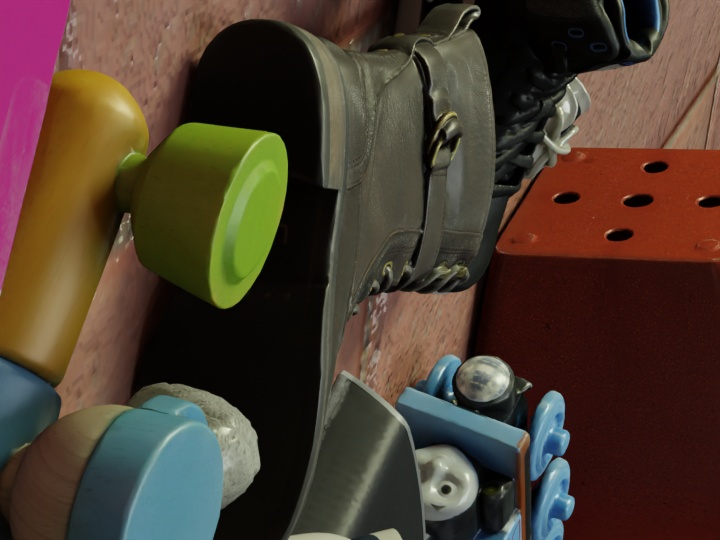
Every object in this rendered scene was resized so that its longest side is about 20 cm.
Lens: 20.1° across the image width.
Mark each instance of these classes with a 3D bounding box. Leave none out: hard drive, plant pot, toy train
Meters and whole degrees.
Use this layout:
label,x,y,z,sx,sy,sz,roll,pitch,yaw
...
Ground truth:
label,x,y,z,sx,sy,sz,roll,pitch,yaw
hard drive,-0.009,0.157,0.903,0.201,0.042,0.135,86,23,-45
plant pot,0.167,0.036,1.172,0.200,0.199,0.177,-53,139,-54
toy train,-0.066,-0.028,0.437,0.085,0.115,0.201,63,43,-66
toy train,0.054,0.133,1.032,0.115,0.086,0.201,-57,156,-35

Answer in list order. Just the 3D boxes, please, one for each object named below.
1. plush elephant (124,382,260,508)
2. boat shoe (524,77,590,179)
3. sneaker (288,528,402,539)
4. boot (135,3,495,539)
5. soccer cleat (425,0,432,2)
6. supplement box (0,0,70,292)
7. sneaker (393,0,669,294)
label,x,y,z,sx,sy,sz,roll,pitch,yaw
plush elephant,-0.062,0.158,0.537,0.199,0.164,0.156,-32,126,-27
boat shoe,0.076,-0.080,0.961,0.072,0.065,0.201,76,32,-59
sneaker,-0.044,0.169,0.766,0.077,0.080,0.201,-117,-144,-43
boot,0.000,0.000,0.725,0.174,0.069,0.202,-4,105,-64
soccer cleat,0.048,-0.194,0.773,0.085,0.068,0.201,104,12,-63
supplement box,-0.125,-0.035,0.260,0.200,0.103,0.102,23,80,-72
sneaker,0.068,-0.074,0.839,0.073,0.111,0.202,-18,118,-46
